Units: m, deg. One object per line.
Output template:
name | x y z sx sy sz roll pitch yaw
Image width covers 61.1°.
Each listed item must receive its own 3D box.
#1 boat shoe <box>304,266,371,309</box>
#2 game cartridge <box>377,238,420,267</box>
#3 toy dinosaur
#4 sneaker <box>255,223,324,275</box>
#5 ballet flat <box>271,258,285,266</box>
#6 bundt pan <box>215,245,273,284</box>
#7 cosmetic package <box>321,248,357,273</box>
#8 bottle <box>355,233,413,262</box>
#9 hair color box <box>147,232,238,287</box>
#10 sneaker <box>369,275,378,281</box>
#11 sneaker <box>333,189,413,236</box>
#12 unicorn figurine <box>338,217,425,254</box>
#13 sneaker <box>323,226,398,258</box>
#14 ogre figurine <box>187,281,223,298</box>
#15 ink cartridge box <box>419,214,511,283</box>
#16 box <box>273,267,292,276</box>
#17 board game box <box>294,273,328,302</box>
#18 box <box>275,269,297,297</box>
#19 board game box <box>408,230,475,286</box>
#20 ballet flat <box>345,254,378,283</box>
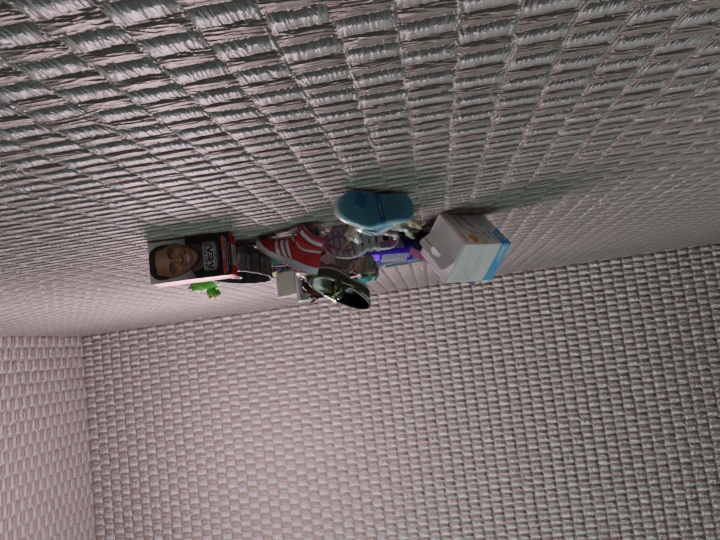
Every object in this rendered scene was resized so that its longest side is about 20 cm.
boat shoe | -0.052 0.048 1.548 0.199 0.061 0.072 21 121 -36
game cartridge | 0.136 -0.055 1.829 0.195 0.039 0.130 -9 -153 13
toy dinosaur | -0.131 0.002 1.585 0.199 0.136 0.086 40 -177 -31
sneaker | -0.169 -0.074 1.499 0.197 0.115 0.071 24 -168 29
ballet flat | -0.191 -0.040 1.736 0.196 0.071 0.071 3 -170 -28
bundt pan | -0.325 -0.017 1.608 0.197 0.078 0.202 1 170 0
cosmetic package | -0.056 -0.032 1.748 0.070 0.108 0.199 -13 173 26
bottle | 0.051 -0.061 1.712 0.196 0.066 0.084 -5 -143 -23
hair color box | -0.395 -0.024 1.444 0.195 0.104 0.061 -8 174 0
sneaker | 0.037 -0.028 1.907 0.089 0.079 0.200 -17 -158 -7
sneaker | 0.003 -0.112 1.275 0.197 0.082 0.130 -1 169 -37
unicorn figurine | 0.052 -0.104 1.474 0.135 0.075 0.199 11 148 -39
sneaker | -0.002 -0.075 1.588 0.195 0.083 0.088 -8 -179 -8
ogre figurine | -0.440 0.025 1.850 0.196 0.101 0.119 6 -162 27
ink cartridge box | 0.264 -0.058 1.589 0.197 0.129 0.127 -3 131 -36
box | -0.222 -0.011 1.992 0.195 0.039 0.137 -9 173 7
board game box | -0.101 0.012 1.866 0.195 0.151 0.064 -6 171 -16
box | -0.172 0.042 1.981 0.094 0.080 0.198 -13 171 41
board game box | 0.235 -0.037 1.685 0.197 0.033 0.121 26 -143 4
ballet flat | 0.000 0.000 1.644 0.066 0.077 0.200 -2 167 -18
